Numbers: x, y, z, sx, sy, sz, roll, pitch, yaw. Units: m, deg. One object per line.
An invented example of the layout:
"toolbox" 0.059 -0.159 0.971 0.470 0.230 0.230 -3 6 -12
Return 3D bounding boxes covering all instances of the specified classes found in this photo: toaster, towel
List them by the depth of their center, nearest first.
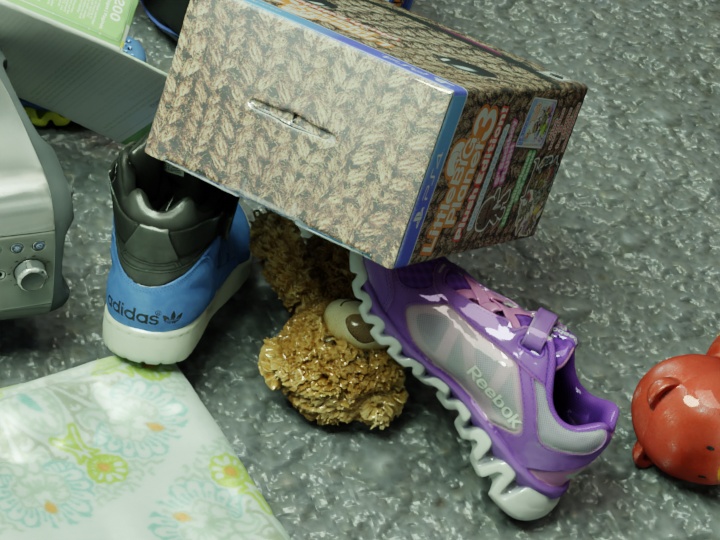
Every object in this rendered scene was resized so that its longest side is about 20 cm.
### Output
"towel" -0.134 0.133 0.945 0.171 0.048 0.200 -15 53 -30
"toaster" -0.250 -0.053 1.016 0.129 0.114 0.200 -12 48 -25

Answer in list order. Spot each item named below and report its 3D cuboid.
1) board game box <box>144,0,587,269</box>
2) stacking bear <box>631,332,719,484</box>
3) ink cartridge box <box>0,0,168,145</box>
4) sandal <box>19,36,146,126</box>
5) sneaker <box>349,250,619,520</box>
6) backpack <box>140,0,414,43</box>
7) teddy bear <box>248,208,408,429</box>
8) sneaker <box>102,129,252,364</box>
"board game box" 0.009 -0.085 0.997 0.159 0.097 0.200 26 17 22
"stacking bear" 0.258 0.073 1.100 0.199 0.122 0.114 -15 54 -21
"ink cartridge box" -0.165 -0.131 1.096 0.199 0.145 0.048 21 72 -22
"sandal" -0.237 -0.152 1.176 0.199 0.087 0.080 6 42 -15
"sneaker" 0.076 0.041 1.023 0.200 0.088 0.080 53 34 -4
"backpack" -0.044 -0.218 1.231 0.200 0.191 0.154 43 32 25
"teddy bear" 0.000 0.000 1.092 0.145 0.067 0.200 52 36 -14
"sneaker" -0.101 -0.038 1.058 0.076 0.112 0.200 13 26 5
